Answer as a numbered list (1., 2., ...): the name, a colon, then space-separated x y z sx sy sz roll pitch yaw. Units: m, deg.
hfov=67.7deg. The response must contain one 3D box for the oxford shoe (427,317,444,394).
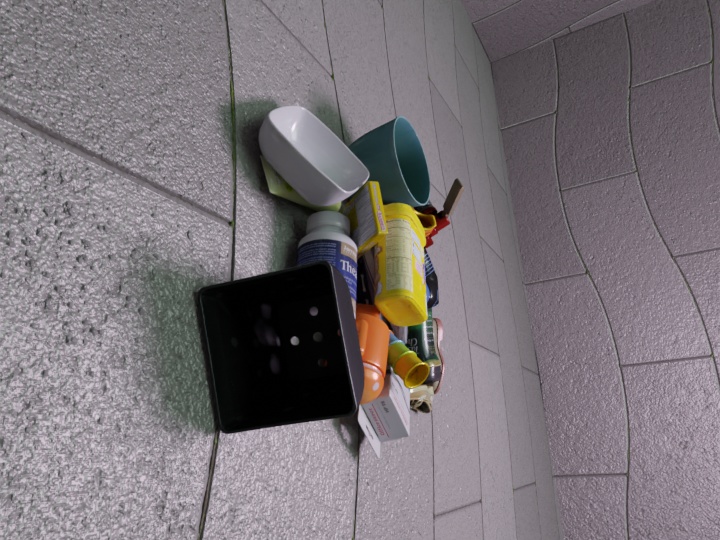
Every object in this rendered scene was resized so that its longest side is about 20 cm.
1. oxford shoe: 0.172 0.221 1.404 0.074 0.070 0.202 13 66 -32

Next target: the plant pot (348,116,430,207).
1. plant pot: 0.048 -0.227 1.224 0.200 0.160 0.202 35 49 -53

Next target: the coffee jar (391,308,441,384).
1. coffee jar: 0.129 0.170 1.274 0.085 0.104 0.202 8 71 -59

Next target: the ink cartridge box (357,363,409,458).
1. ink cartridge box: 0.051 0.257 1.077 0.200 0.066 0.116 -81 150 -59

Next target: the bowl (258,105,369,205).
1. bowl: -0.090 -0.201 0.971 0.200 0.075 0.200 45 25 -5

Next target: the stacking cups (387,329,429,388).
1. stacking cups: 0.056 0.148 1.072 0.200 0.060 0.061 45 -1 44

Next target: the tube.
1. tube: -0.110 -0.150 1.005 0.200 0.058 0.052 17 98 -55

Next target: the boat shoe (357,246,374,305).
1. boat shoe: 0.000 0.000 1.097 0.075 0.092 0.201 -48 123 -67

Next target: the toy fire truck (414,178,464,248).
1. toy fire truck: 0.156 -0.163 1.315 0.177 0.199 0.129 63 12 20

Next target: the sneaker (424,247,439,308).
1. sneaker: 0.133 -0.008 1.244 0.078 0.070 0.201 18 58 -53

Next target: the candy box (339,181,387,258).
1. candy box: -0.010 -0.079 1.024 0.026 0.200 0.103 -4 73 -27

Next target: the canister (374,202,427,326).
1. canister: 0.078 -0.008 1.054 0.149 0.086 0.201 50 35 -54

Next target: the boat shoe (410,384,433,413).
1. boat shoe: 0.127 0.303 1.252 0.201 0.073 0.064 33 49 -66

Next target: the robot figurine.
1. robot figurine: -0.006 0.161 0.997 0.116 0.143 0.201 31 49 -29

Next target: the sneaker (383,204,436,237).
1. sneaker: 0.072 -0.121 1.161 0.199 0.077 0.073 9 54 -26

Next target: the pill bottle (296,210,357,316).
1. pill bottle: -0.061 0.000 0.963 0.111 0.110 0.201 38 46 -52

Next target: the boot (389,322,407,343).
1. boot: 0.052 0.065 1.187 0.074 0.095 0.202 -29 114 -79

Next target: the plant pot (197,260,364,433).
1. plant pot: -0.090 0.104 0.786 0.177 0.199 0.201 3 76 -73
